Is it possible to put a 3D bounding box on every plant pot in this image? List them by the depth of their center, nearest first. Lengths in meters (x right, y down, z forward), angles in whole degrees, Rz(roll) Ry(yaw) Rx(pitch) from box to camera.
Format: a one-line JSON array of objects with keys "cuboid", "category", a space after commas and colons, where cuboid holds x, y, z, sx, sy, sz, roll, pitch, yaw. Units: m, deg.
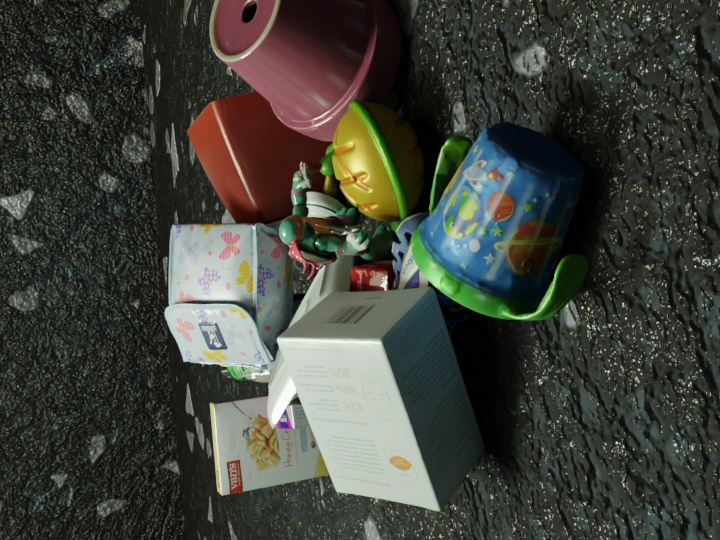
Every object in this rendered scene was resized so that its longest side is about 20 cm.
[{"cuboid": [-0.077, -0.282, 0.994, 0.197, 0.177, 0.205, -13, 70, 39], "category": "plant pot"}, {"cuboid": [-0.132, -0.168, 1.250, 0.199, 0.196, 0.181, -10, 97, 68], "category": "plant pot"}]

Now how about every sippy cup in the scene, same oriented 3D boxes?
[{"cuboid": [0.127, -0.051, 0.718, 0.176, 0.139, 0.132, 31, 121, 15], "category": "sippy cup"}]

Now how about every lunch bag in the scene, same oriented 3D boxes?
[{"cuboid": [-0.189, 0.036, 1.186, 0.166, 0.126, 0.206, 2, 90, 29], "category": "lunch bag"}]

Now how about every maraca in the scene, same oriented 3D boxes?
[{"cuboid": [0.027, -0.110, 0.977, 0.138, 0.105, 0.202, -118, 6, -48], "category": "maraca"}]

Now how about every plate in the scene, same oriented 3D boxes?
[{"cuboid": [-0.069, 0.074, 1.067, 0.202, 0.032, 0.201, -59, 9, 20], "category": "plate"}]

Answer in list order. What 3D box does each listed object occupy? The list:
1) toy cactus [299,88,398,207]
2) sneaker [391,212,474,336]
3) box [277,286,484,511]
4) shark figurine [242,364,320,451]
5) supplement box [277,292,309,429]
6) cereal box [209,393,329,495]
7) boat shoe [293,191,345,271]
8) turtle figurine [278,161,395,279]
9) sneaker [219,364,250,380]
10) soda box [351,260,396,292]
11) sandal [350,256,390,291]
[{"cuboid": [-0.013, -0.193, 1.081, 0.164, 0.100, 0.205, -32, 56, 55], "category": "toy cactus"}, {"cuboid": [0.078, 0.048, 0.907, 0.115, 0.079, 0.205, -143, 53, -64], "category": "sneaker"}, {"cuboid": [0.024, 0.134, 0.879, 0.150, 0.106, 0.204, -2, 116, 40], "category": "box"}, {"cuboid": [-0.071, 0.171, 1.177, 0.213, 0.126, 0.091, 24, 135, 57], "category": "shark figurine"}, {"cuboid": [-0.087, 0.143, 1.306, 0.101, 0.101, 0.205, 154, 108, -66], "category": "supplement box"}, {"cuboid": [-0.144, 0.276, 1.345, 0.039, 0.195, 0.148, 173, 91, -67], "category": "cereal box"}, {"cuboid": [-0.067, -0.041, 1.181, 0.202, 0.073, 0.088, 114, 172, -72], "category": "boat shoe"}, {"cuboid": [-0.044, -0.054, 1.000, 0.101, 0.199, 0.150, -48, 66, 16], "category": "turtle figurine"}, {"cuboid": [-0.165, 0.071, 1.282, 0.083, 0.077, 0.206, 5, 93, 33], "category": "sneaker"}, {"cuboid": [0.034, 0.093, 1.015, 0.062, 0.069, 0.206, 6, 101, 43], "category": "soda box"}, {"cuboid": [0.000, -0.001, 1.134, 0.199, 0.042, 0.078, -160, 66, -66], "category": "sandal"}]
